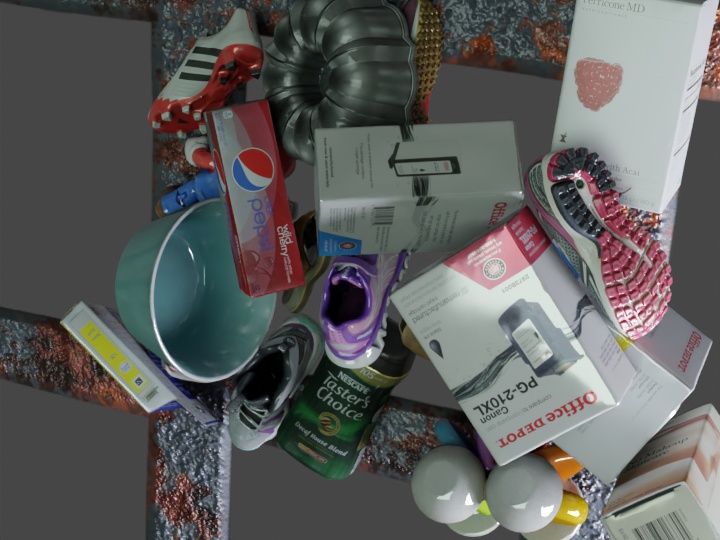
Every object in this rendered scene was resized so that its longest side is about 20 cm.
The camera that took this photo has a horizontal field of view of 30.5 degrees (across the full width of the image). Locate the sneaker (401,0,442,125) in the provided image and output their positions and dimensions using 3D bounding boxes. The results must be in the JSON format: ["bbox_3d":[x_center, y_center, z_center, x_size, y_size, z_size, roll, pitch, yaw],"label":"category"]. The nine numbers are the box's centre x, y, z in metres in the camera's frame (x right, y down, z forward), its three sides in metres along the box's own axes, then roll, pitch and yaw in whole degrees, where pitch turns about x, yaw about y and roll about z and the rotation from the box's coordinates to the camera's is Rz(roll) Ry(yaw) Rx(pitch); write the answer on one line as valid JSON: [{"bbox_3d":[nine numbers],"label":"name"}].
[{"bbox_3d":[0.029,-0.194,1.404,0.090,0.075,0.202,14,106,26],"label":"sneaker"}]

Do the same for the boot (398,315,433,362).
[{"bbox_3d":[0.112,0.014,1.422,0.075,0.074,0.201,27,110,-14],"label":"boot"}]

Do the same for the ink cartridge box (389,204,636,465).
[{"bbox_3d":[0.148,0.064,1.267,0.144,0.084,0.201,-32,92,27],"label":"ink cartridge box"}]

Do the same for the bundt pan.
[{"bbox_3d":[-0.034,-0.199,1.378,0.201,0.075,0.204,1,92,48],"label":"bundt pan"}]

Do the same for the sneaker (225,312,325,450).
[{"bbox_3d":[-0.125,0.148,1.539,0.077,0.140,0.201,31,115,10],"label":"sneaker"}]

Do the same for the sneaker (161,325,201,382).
[{"bbox_3d":[-0.222,0.059,1.573,0.200,0.105,0.076,37,120,8],"label":"sneaker"}]

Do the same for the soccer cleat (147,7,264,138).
[{"bbox_3d":[-0.175,-0.220,1.490,0.200,0.068,0.086,-33,51,44],"label":"soccer cleat"}]

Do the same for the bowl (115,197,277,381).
[{"bbox_3d":[-0.194,0.017,1.465,0.104,0.200,0.202,5,110,38],"label":"bowl"}]

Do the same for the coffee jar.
[{"bbox_3d":[-0.013,0.136,1.522,0.104,0.085,0.201,31,115,10],"label":"coffee jar"}]

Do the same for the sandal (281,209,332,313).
[{"bbox_3d":[-0.058,-0.028,1.470,0.054,0.081,0.200,25,135,-7],"label":"sandal"}]

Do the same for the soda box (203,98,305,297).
[{"bbox_3d":[-0.113,-0.077,1.400,0.063,0.070,0.202,-14,99,-14],"label":"soda box"}]

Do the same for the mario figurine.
[{"bbox_3d":[-0.139,-0.102,1.517,0.123,0.107,0.199,33,135,-30],"label":"mario figurine"}]

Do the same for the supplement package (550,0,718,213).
[{"bbox_3d":[0.264,-0.176,1.286,0.120,0.120,0.202,14,111,19],"label":"supplement package"}]

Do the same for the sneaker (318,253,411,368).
[{"bbox_3d":[0.000,0.000,1.428,0.080,0.089,0.202,5,70,21],"label":"sneaker"}]

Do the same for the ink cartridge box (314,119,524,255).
[{"bbox_3d":[0.054,-0.080,1.324,0.198,0.146,0.085,-3,69,-4],"label":"ink cartridge box"}]

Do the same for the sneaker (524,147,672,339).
[{"bbox_3d":[0.228,-0.027,1.256,0.201,0.080,0.075,61,158,-11],"label":"sneaker"}]

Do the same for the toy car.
[{"bbox_3d":[0.156,0.215,1.453,0.198,0.175,0.151,3,73,22],"label":"toy car"}]

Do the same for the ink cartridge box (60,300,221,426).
[{"bbox_3d":[-0.255,0.123,1.560,0.047,0.198,0.200,-42,86,-4],"label":"ink cartridge box"}]

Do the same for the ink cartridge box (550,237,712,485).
[{"bbox_3d":[0.235,0.085,1.368,0.200,0.147,0.146,39,117,7],"label":"ink cartridge box"}]

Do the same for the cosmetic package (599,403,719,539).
[{"bbox_3d":[0.325,0.225,1.347,0.103,0.200,0.088,-31,92,26],"label":"cosmetic package"}]
